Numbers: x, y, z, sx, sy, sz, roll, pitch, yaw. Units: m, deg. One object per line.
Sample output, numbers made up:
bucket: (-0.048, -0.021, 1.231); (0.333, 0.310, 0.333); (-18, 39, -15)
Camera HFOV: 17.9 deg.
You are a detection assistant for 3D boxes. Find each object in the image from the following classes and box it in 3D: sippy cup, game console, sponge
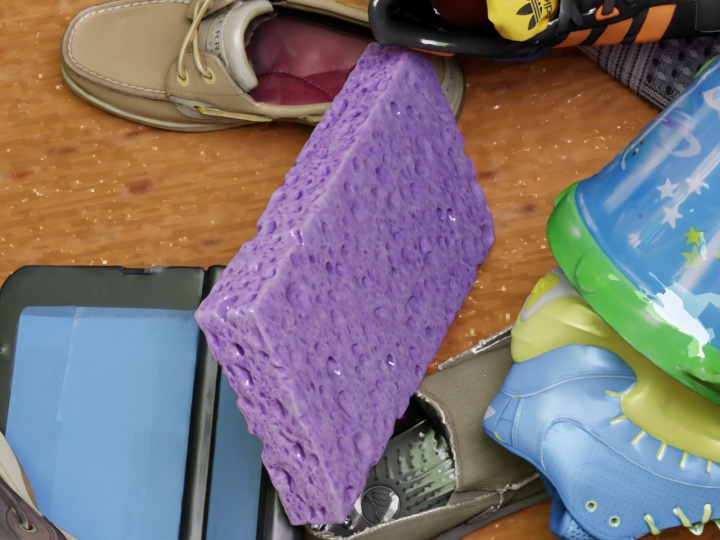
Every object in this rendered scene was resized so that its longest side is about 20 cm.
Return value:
sippy cup: (0.166, -0.029, 0.917); (0.130, 0.140, 0.178); (-54, 55, 23)
game console: (-0.100, 0.084, 1.013); (0.116, 0.176, 0.200); (8, 76, -17)
sponge: (0.000, 0.000, 0.969); (0.030, 0.112, 0.200); (-5, 35, 29)

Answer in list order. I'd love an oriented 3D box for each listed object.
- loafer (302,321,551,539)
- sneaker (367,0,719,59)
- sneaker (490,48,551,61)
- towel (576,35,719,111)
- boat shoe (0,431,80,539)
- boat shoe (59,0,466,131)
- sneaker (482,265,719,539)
loafer: (0.053, 0.075, 1.008); (0.200, 0.070, 0.075); (-36, 73, 0)
sneaker: (0.096, -0.118, 0.948); (0.200, 0.090, 0.070); (-2, 113, 35)
sneaker: (0.040, -0.189, 1.060); (0.077, 0.085, 0.200); (-17, 70, -33)
towel: (0.180, -0.120, 0.981); (0.193, 0.200, 0.035); (39, 53, 17)
boat shoe: (-0.167, 0.128, 1.003); (0.200, 0.065, 0.073); (43, 106, 42)
boat shoe: (-0.051, -0.104, 1.076); (0.200, 0.066, 0.074); (5, 76, 11)
sneaker: (0.139, 0.085, 0.975); (0.200, 0.076, 0.105); (34, 96, -7)
